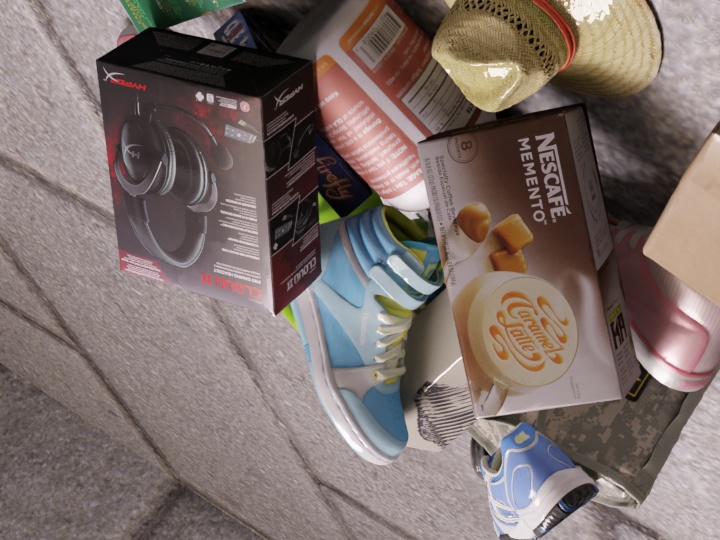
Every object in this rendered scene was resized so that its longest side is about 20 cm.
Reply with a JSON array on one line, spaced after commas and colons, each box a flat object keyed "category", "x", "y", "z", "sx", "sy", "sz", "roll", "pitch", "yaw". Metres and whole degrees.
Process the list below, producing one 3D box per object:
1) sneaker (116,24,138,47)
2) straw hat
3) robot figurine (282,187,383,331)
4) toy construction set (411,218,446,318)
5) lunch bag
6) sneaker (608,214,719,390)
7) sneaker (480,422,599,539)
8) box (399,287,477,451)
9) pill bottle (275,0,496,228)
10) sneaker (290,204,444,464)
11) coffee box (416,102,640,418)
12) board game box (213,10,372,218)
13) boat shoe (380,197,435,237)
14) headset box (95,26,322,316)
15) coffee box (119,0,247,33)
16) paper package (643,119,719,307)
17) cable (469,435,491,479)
[{"category": "sneaker", "x": -0.184, "y": -0.161, "z": 1.546, "sx": 0.199, "sy": 0.105, "sz": 0.076, "roll": 31, "pitch": 162, "yaw": 26}, {"category": "straw hat", "x": 0.096, "y": -0.154, "z": 1.067, "sx": 0.200, "sy": 0.085, "sz": 0.202, "roll": 35, "pitch": 161, "yaw": 14}, {"category": "robot figurine", "x": 0.011, "y": 0.006, "z": 1.471, "sx": 0.116, "sy": 0.173, "sz": 0.202, "roll": 116, "pitch": 136, "yaw": -71}, {"category": "toy construction set", "x": 0.000, "y": 0.000, "z": 1.346, "sx": 0.198, "sy": 0.093, "sz": 0.132, "roll": 18, "pitch": 151, "yaw": 14}, {"category": "lunch bag", "x": 0.198, "y": 0.098, "z": 1.328, "sx": 0.118, "sy": 0.165, "sz": 0.199, "roll": 45, "pitch": 160, "yaw": -29}, {"category": "sneaker", "x": 0.210, "y": -0.015, "z": 1.191, "sx": 0.201, "sy": 0.075, "sz": 0.105, "roll": 51, "pitch": 134, "yaw": 34}, {"category": "sneaker", "x": 0.135, "y": 0.168, "z": 1.259, "sx": 0.077, "sy": 0.075, "sz": 0.200, "roll": 53, "pitch": 165, "yaw": 11}, {"category": "box", "x": 0.087, "y": 0.065, "z": 1.292, "sx": 0.081, "sy": 0.069, "sz": 0.200, "roll": 14, "pitch": 137, "yaw": -33}, {"category": "pill bottle", "x": 0.032, "y": -0.119, "z": 1.224, "sx": 0.200, "sy": 0.113, "sz": 0.112, "roll": 45, "pitch": 160, "yaw": -17}, {"category": "sneaker", "x": 0.023, "y": 0.043, "z": 1.249, "sx": 0.079, "sy": 0.129, "sz": 0.202, "roll": -17, "pitch": -95, "yaw": -65}, {"category": "coffee box", "x": 0.121, "y": -0.008, "z": 1.131, "sx": 0.113, "sy": 0.080, "sz": 0.203, "roll": -9, "pitch": 97, "yaw": 22}, {"category": "board game box", "x": -0.060, "y": -0.135, "z": 1.340, "sx": 0.136, "sy": 0.035, "sz": 0.200, "roll": 47, "pitch": -172, "yaw": -25}, {"category": "boat shoe", "x": 0.042, "y": -0.081, "z": 1.333, "sx": 0.200, "sy": 0.074, "sz": 0.067, "roll": 47, "pitch": 179, "yaw": -20}, {"category": "headset box", "x": -0.111, "y": -0.066, "z": 1.201, "sx": 0.147, "sy": 0.077, "sz": 0.202, "roll": 16, "pitch": 124, "yaw": 26}, {"category": "coffee box", "x": -0.093, "y": -0.232, "z": 1.180, "sx": 0.044, "sy": 0.123, "sz": 0.199, "roll": 58, "pitch": 155, "yaw": -17}, {"category": "paper package", "x": 0.295, "y": -0.025, "z": 0.965, "sx": 0.199, "sy": 0.104, "sz": 0.191, "roll": 36, "pitch": 160, "yaw": 10}, {"category": "cable", "x": 0.128, "y": 0.109, "z": 1.473, "sx": 0.050, "sy": 0.202, "sz": 0.097, "roll": 0, "pitch": 148, "yaw": 27}]
